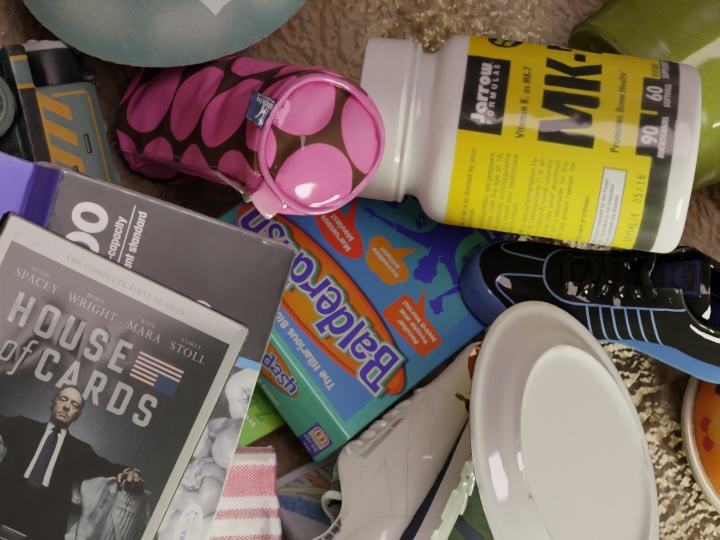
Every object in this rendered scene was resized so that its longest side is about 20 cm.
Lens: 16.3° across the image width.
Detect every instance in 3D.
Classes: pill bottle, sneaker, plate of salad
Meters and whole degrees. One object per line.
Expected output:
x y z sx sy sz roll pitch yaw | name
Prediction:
0.096 -0.078 1.496 0.198 0.114 0.115 7 70 1 | pill bottle
0.028 0.112 1.484 0.080 0.077 0.201 20 52 14 | sneaker
0.113 0.118 1.460 0.200 0.048 0.202 30 52 -47 | plate of salad
0.163 0.011 1.534 0.198 0.078 0.071 13 56 -11 | sneaker

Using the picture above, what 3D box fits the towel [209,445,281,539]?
-0.113 0.203 1.443 0.145 0.030 0.202 -1 82 -19 | towel

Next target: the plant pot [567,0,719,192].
0.245 -0.145 1.626 0.192 0.200 0.201 -31 86 -15 | plant pot

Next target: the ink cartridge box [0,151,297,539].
-0.156 0.049 1.401 0.199 0.043 0.200 18 86 -15 | ink cartridge box

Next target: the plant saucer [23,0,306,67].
-0.115 -0.214 1.509 0.199 0.039 0.202 -1 60 2 | plant saucer

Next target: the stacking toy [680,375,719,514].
0.301 0.082 1.558 0.145 0.200 0.147 6 71 -19 | stacking toy

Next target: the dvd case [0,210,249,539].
-0.167 0.090 1.364 0.150 0.025 0.201 26 86 -15 | dvd case

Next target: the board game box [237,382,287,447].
-0.103 0.071 1.503 0.199 0.030 0.096 -29 85 -29 | board game box

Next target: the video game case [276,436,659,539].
0.068 0.162 1.512 0.199 0.022 0.183 -25 65 -25 | video game case

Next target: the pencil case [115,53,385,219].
-0.073 -0.080 1.472 0.091 0.200 0.094 41 77 -27 | pencil case

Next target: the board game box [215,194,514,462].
0.000 0.000 1.534 0.200 0.045 0.152 -38 90 -38 | board game box

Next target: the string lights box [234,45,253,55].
-0.060 -0.244 1.600 0.102 0.059 0.201 36 65 -7 | string lights box

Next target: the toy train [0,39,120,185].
-0.191 -0.042 1.476 0.113 0.085 0.202 -10 80 -31 | toy train
